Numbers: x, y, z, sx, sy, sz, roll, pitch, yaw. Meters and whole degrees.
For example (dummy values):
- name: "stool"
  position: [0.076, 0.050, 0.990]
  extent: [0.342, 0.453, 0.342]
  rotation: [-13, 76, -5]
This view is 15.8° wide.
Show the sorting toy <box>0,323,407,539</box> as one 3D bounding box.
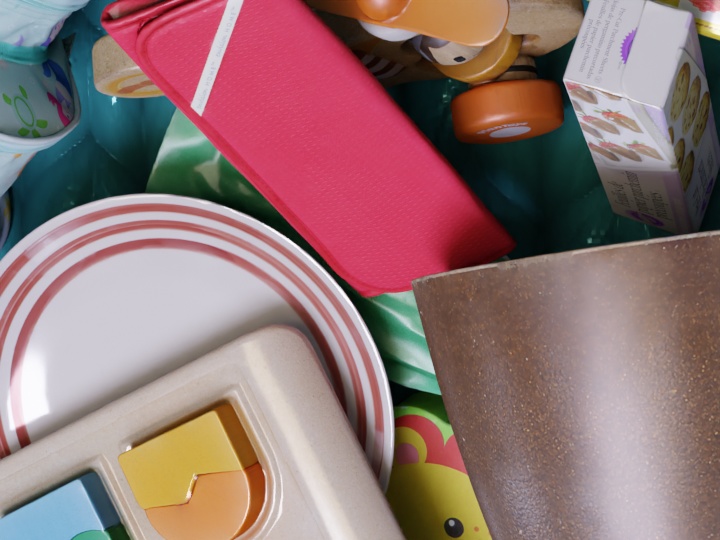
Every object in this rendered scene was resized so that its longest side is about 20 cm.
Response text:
- name: "sorting toy"
  position: [-0.076, 0.144, 1.114]
  extent: [0.200, 0.036, 0.185]
  rotation: [-27, 87, 19]

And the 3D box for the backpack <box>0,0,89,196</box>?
- name: "backpack"
  position: [-0.200, -0.112, 1.072]
  extent: [0.177, 0.200, 0.151]
  rotation: [27, 126, -38]

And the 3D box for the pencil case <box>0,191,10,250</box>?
- name: "pencil case"
  position: [-0.215, 0.003, 1.129]
  extent: [0.083, 0.200, 0.091]
  rotation: [27, 114, -3]

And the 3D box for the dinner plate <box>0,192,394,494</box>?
- name: "dinner plate"
  position: [-0.081, 0.061, 1.138]
  extent: [0.200, 0.024, 0.201]
  rotation: [4, 108, 11]

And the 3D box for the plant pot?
- name: "plant pot"
  position: [0.125, 0.090, 1.025]
  extent: [0.187, 0.187, 0.200]
  rotation: [-8, 88, 20]

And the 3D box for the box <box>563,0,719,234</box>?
- name: "box"
  position: [0.112, -0.058, 1.010]
  extent: [0.039, 0.200, 0.042]
  rotation: [19, 81, 14]

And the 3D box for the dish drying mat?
- name: "dish drying mat"
  position: [-0.017, -0.050, 1.025]
  extent: [0.077, 0.018, 0.200]
  rotation: [-18, 139, 24]

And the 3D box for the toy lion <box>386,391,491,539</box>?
- name: "toy lion"
  position: [0.051, 0.161, 1.168]
  extent: [0.191, 0.069, 0.200]
  rotation: [18, 110, 20]

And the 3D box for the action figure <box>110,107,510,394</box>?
- name: "action figure"
  position: [0.000, 0.000, 1.138]
  extent: [0.200, 0.055, 0.118]
  rotation: [24, 109, 9]

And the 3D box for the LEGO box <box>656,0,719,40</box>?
- name: "LEGO box"
  position: [0.165, -0.134, 0.995]
  extent: [0.200, 0.149, 0.077]
  rotation: [18, 110, 12]

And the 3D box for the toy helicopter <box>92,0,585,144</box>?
- name: "toy helicopter"
  position: [-0.009, -0.094, 1.041]
  extent: [0.200, 0.132, 0.079]
  rotation: [-7, 82, -1]
